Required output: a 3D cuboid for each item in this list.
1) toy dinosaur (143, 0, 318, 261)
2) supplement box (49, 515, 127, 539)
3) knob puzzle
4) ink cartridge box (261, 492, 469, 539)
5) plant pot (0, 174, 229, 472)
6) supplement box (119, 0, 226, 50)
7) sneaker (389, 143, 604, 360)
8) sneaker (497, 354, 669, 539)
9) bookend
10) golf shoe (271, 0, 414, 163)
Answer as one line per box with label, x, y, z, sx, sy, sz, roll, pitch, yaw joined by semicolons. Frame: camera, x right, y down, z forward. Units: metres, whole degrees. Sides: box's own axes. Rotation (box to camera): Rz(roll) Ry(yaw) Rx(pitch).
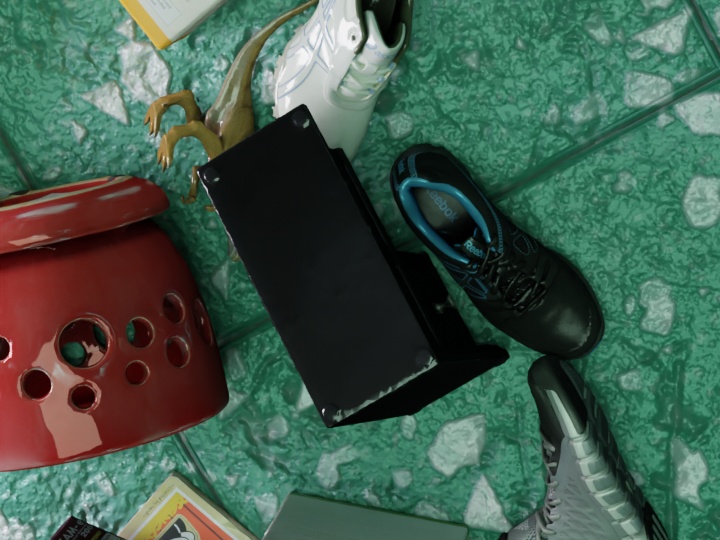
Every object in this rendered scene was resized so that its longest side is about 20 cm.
toy dinosaur;-0.099;-0.110;1.488;0.106;0.060;0.201;0;107;-25
supplement box;-0.156;0.280;1.548;0.199;0.061;0.109;22;106;5
knob puzzle;-0.128;0.287;1.592;0.218;0.030;0.221;2;103;8
ink cartridge box;-0.002;0.218;1.467;0.145;0.200;0.048;11;103;6
plant pot;-0.207;0.033;1.459;0.199;0.200;0.184;-9;98;11
supplement box;-0.100;-0.268;1.432;0.200;0.074;0.126;-38;95;15
sneaker;0.093;-0.004;1.460;0.200;0.082;0.073;42;103;-4
sneaker;0.141;0.166;1.492;0.115;0.075;0.201;-24;106;18
bookend;0.000;0.000;1.438;0.092;0.200;0.199;-30;79;15
golf shoe;-0.007;-0.152;1.425;0.078;0.097;0.201;5;109;-22
